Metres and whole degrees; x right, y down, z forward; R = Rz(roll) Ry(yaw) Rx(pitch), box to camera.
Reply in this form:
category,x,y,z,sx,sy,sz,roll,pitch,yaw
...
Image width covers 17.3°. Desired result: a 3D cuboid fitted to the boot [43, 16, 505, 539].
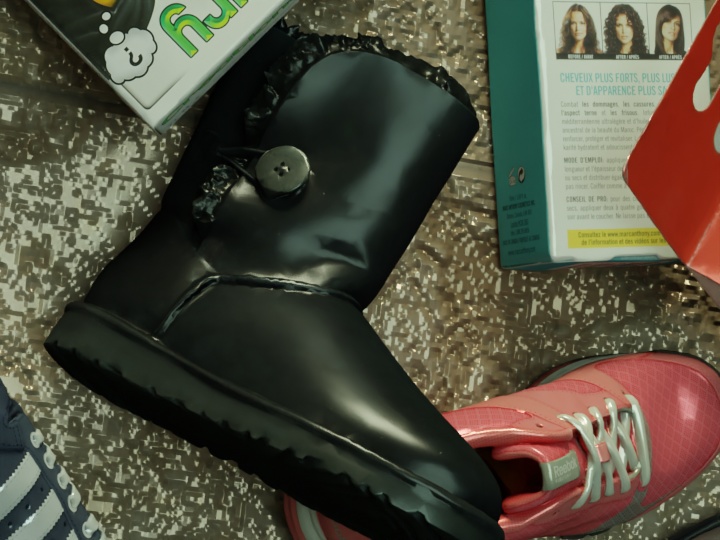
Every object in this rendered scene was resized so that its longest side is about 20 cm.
category,x,y,z,sx,sy,sz,roll,pitch,yaw
boot,0.000,0.000,0.876,0.168,0.200,0.076,-57,151,-14

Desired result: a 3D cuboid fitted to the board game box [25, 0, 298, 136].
category,x,y,z,sx,sy,sz,roll,pitch,yaw
board game box,-0.049,-0.165,0.885,0.200,0.035,0.126,-45,88,0

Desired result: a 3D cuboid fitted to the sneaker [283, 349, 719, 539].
category,x,y,z,sx,sy,sz,roll,pitch,yaw
sneaker,0.074,0.081,0.939,0.200,0.087,0.074,-14,93,-24

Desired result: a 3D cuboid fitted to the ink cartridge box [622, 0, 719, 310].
category,x,y,z,sx,sy,sz,roll,pitch,yaw
ink cartridge box,0.201,-0.046,0.980,0.162,0.050,0.200,-59,137,-16

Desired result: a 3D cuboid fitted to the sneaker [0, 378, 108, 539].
category,x,y,z,sx,sy,sz,roll,pitch,yaw
sneaker,-0.112,0.095,0.866,0.108,0.070,0.200,-9,96,-19

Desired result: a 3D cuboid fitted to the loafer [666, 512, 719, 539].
category,x,y,z,sx,sy,sz,roll,pitch,yaw
loafer,0.114,0.156,0.963,0.200,0.063,0.072,-30,98,-22

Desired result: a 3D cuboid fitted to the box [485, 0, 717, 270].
category,x,y,z,sx,sy,sz,roll,pitch,yaw
box,0.097,-0.102,0.983,0.082,0.049,0.200,-2,87,-24
